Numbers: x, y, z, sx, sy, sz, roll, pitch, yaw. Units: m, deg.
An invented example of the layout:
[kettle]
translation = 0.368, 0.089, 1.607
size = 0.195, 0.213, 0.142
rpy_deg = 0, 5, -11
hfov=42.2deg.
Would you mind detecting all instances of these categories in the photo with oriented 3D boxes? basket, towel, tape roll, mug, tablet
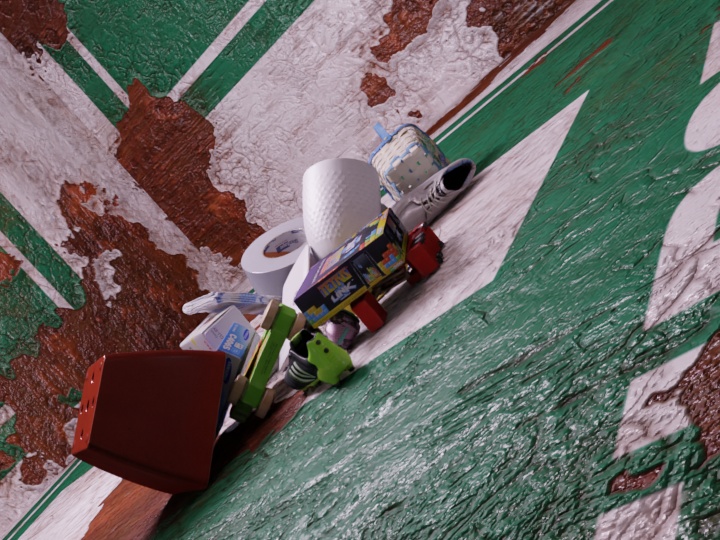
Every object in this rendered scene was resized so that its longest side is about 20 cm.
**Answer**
[basket]
translation = 0.101, -0.204, 1.867
size = 0.139, 0.176, 0.200
rpy_deg = -43, 27, 3
[towel]
translation = -0.225, 0.068, 1.782
size = 0.198, 0.024, 0.146
rpy_deg = 5, -15, -36
[tape roll]
translation = -0.135, -0.028, 1.857
size = 0.198, 0.067, 0.201
rpy_deg = -20, 27, 11
[mug]
translation = -0.012, -0.088, 1.730
size = 0.147, 0.198, 0.178
rpy_deg = -32, 52, 48
[tablet]
translation = -0.117, 0.064, 1.655
size = 0.202, 0.013, 0.131
rpy_deg = -93, 25, -43

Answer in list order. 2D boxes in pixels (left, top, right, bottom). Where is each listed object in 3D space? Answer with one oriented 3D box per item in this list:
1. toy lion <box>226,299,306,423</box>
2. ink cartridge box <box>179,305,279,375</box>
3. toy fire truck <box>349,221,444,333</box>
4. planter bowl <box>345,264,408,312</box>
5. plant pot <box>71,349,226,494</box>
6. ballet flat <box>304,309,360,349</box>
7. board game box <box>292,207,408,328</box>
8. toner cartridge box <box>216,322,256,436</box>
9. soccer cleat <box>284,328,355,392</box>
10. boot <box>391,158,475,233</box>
[toy lion]
translation = -0.159, 0.150, 1.501
size = 0.192, 0.068, 0.202
rpy_deg = 172, 121, -81
[ink cartridge box]
translation = -0.244, 0.156, 1.746
size = 0.083, 0.146, 0.200
rpy_deg = -43, 8, -23
[toy fire truck]
translation = 0.057, 0.006, 1.400
size = 0.141, 0.049, 0.200
rpy_deg = -40, 9, 15
[planter bowl]
translation = 0.000, 0.000, 1.586
size = 0.200, 0.084, 0.201
rpy_deg = -42, 9, 8
[plant pot]
translation = -0.328, 0.219, 1.408
size = 0.200, 0.174, 0.202
rpy_deg = -29, 51, 60
[ballet flat]
translation = -0.057, 0.099, 1.438
size = 0.072, 0.069, 0.200
rpy_deg = -56, 13, -14
[board game box]
translation = -0.010, -0.009, 1.387
size = 0.165, 0.057, 0.200
rpy_deg = -36, 9, 11
[toner cartridge box]
translation = -0.229, 0.194, 1.523
size = 0.095, 0.043, 0.202
rpy_deg = -71, 3, -65
[soccer cleat]
translation = -0.071, 0.122, 1.301
size = 0.068, 0.081, 0.200
rpy_deg = -45, 8, -23
[boot]
translation = 0.127, -0.134, 1.691
size = 0.200, 0.074, 0.096
rpy_deg = -45, 2, -24
